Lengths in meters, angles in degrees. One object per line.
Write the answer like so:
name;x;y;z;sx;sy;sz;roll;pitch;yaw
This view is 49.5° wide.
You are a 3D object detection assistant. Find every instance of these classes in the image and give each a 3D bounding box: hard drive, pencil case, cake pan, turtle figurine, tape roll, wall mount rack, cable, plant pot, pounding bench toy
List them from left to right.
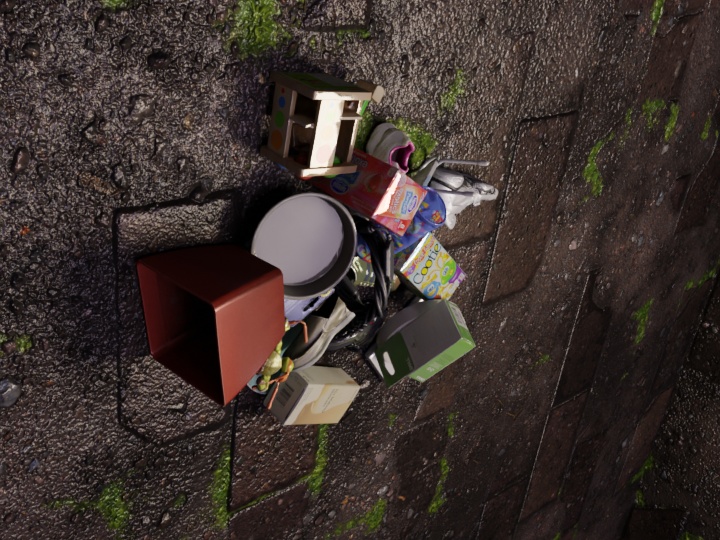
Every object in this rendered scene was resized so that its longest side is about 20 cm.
plant pot;-0.234;0.065;1.305;0.176;0.199;0.202;-32;134;-40
turtle figurine;-0.191;0.169;1.447;0.160;0.065;0.202;18;114;-13
cake pan;-0.103;-0.046;1.390;0.198;0.037;0.203;-9;115;-20
pounding bench toy;-0.051;-0.244;1.334;0.199;0.124;0.158;-11;122;-41
cable;-0.006;0.002;1.453;0.051;0.162;0.203;-17;113;-45
pencil case;0.067;-0.083;1.455;0.087;0.199;0.078;40;45;-21
hard drive;0.102;0.158;1.820;0.200;0.025;0.132;-47;138;-14
tape roll;0.134;0.140;1.725;0.200;0.037;0.204;-14;144;-10
wall mount rack;0.154;-0.164;1.540;0.075;0.173;0.201;44;42;-15

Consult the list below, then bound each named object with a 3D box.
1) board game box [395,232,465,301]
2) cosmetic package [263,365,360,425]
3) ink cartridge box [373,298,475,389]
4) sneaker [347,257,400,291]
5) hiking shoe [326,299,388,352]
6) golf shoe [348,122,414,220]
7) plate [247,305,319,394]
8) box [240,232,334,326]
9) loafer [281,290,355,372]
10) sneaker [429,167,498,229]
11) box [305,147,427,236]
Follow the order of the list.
board game box;0.124;-0.016;1.672;0.103;0.105;0.200;-53;139;-5
cosmetic package;-0.097;0.258;1.616;0.199;0.071;0.106;14;111;-57
ink cartridge box;0.131;0.161;1.631;0.199;0.105;0.059;-38;140;21
sneaker;0.000;0.000;1.585;0.090;0.067;0.200;-51;133;-11
hiking shoe;-0.014;0.140;1.642;0.199;0.075;0.102;-24;133;-45
golf shoe;0.038;-0.178;1.495;0.075;0.091;0.202;2;114;-47
plate;-0.158;0.153;1.553;0.199;0.025;0.202;-26;131;-33
box;-0.132;-0.002;1.458;0.121;0.032;0.201;-40;127;-21
loafer;-0.089;0.111;1.533;0.200;0.075;0.070;-49;127;-16
sneaker;0.212;-0.152;1.703;0.199;0.075;0.116;8;109;-42
box;0.006;-0.152;1.391;0.102;0.199;0.095;28;93;-50
